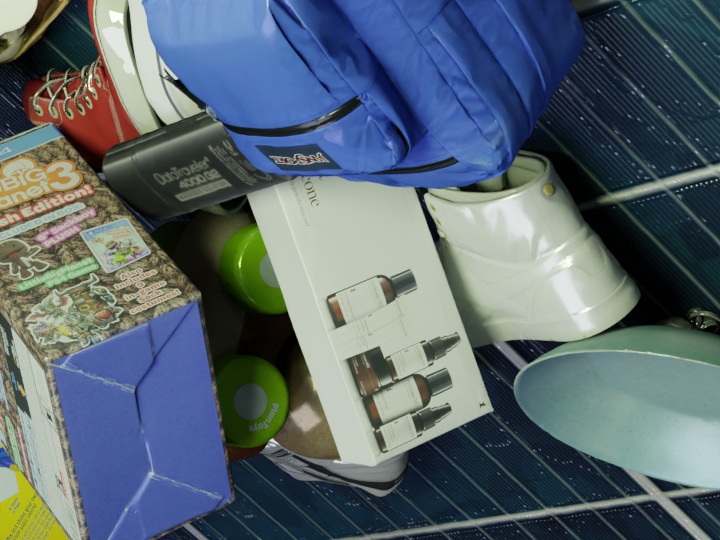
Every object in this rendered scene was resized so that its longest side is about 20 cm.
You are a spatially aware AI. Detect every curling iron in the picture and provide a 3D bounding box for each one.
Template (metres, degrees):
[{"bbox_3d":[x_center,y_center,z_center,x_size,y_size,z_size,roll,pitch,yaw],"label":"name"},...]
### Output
[{"bbox_3d":[0.155,0.059,1.669,0.049,0.026,0.200,36,151,-17],"label":"curling iron"}]

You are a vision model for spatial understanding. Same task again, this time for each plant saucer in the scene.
[{"bbox_3d":[0.188,0.072,1.594,0.200,0.039,0.201,14,159,5],"label":"plant saucer"}]

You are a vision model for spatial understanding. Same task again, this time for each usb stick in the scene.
[{"bbox_3d":[-0.086,-0.060,1.534,0.055,0.033,0.200,44,158,-15],"label":"usb stick"}]

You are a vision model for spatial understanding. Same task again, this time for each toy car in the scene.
[{"bbox_3d":[-0.027,0.053,1.746,0.199,0.159,0.164,13,175,-25],"label":"toy car"}]

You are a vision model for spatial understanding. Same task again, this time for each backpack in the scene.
[{"bbox_3d":[-0.002,-0.123,1.390,0.162,0.168,0.200,6,148,47],"label":"backpack"}]

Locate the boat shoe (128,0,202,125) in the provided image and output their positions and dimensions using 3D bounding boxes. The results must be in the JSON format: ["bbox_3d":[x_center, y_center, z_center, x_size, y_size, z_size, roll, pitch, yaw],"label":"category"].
[{"bbox_3d":[-0.078,-0.138,1.509,0.065,0.072,0.201,23,144,26],"label":"boat shoe"}]

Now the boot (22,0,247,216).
[{"bbox_3d":[-0.154,-0.113,1.639,0.144,0.073,0.200,16,152,26],"label":"boot"}]

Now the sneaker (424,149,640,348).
[{"bbox_3d":[0.064,-0.018,1.602,0.199,0.074,0.116,-8,120,53],"label":"sneaker"}]

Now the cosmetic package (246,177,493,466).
[{"bbox_3d":[0.000,0.000,1.562,0.051,0.082,0.201,-4,108,65],"label":"cosmetic package"}]

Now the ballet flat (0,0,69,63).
[{"bbox_3d":[-0.208,-0.157,1.623,0.068,0.063,0.200,35,151,-11],"label":"ballet flat"}]

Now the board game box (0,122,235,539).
[{"bbox_3d":[-0.167,0.041,1.623,0.200,0.096,0.160,46,152,45],"label":"board game box"}]

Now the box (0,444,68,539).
[{"bbox_3d":[-0.248,0.127,1.961,0.192,0.201,0.122,37,151,-12],"label":"box"}]

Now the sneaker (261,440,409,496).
[{"bbox_3d":[-0.060,0.104,1.884,0.199,0.076,0.088,19,150,21],"label":"sneaker"}]
